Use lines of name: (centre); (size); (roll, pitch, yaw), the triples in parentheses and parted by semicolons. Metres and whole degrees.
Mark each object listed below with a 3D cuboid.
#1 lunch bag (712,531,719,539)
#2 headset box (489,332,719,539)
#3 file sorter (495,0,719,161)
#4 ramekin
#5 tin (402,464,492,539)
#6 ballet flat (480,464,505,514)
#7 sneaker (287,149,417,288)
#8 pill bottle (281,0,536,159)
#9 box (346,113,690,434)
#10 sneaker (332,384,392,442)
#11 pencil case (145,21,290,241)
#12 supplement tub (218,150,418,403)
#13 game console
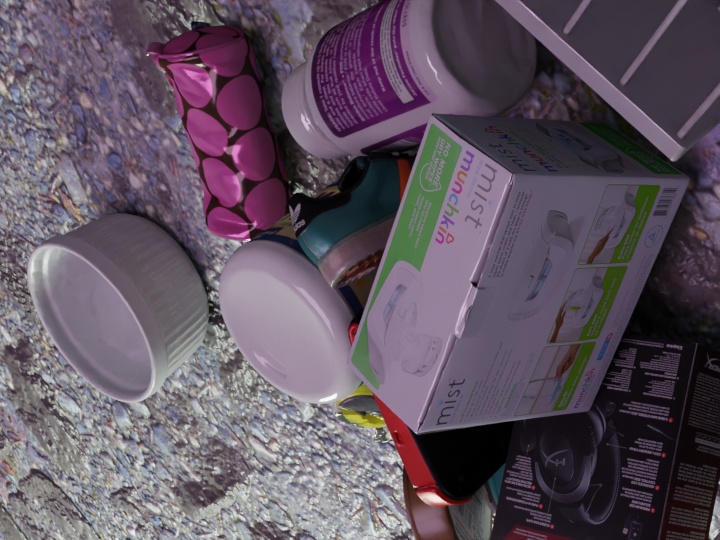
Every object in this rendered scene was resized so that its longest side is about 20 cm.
lunch bag: (0.334, 0.205, 0.940); (0.164, 0.200, 0.118); (-16, 107, 52)
headset box: (0.191, 0.149, 1.058); (0.149, 0.077, 0.200); (5, 81, 44)
file sorter: (0.177, -0.198, 0.832); (0.200, 0.139, 0.125); (44, 140, 11)
ramekin: (-0.255, 0.033, 1.510); (0.200, 0.105, 0.200); (28, 137, 30)
tin: (0.079, 0.164, 1.195); (0.042, 0.200, 0.112); (-13, 131, 19)
ballet flat: (0.112, 0.114, 1.187); (0.072, 0.072, 0.200); (-14, 83, 51)
sneaker: (0.035, -0.063, 1.047); (0.080, 0.200, 0.071); (54, 147, 12)
pill bottle: (0.028, -0.147, 1.052); (0.200, 0.112, 0.112); (-16, 107, 51)
box: (0.109, 0.003, 0.972); (0.097, 0.176, 0.200); (43, 125, 42)
sneaker: (0.031, 0.102, 1.251); (0.074, 0.200, 0.085); (-10, 71, 15)
pencil case: (-0.124, -0.121, 1.260); (0.094, 0.091, 0.200); (-8, 116, 11)
supplement tub: (0.000, 0.000, 1.128); (0.144, 0.200, 0.145); (28, 137, 29)
game console: (0.086, 0.068, 1.091); (0.031, 0.200, 0.177); (-8, 113, 49)
